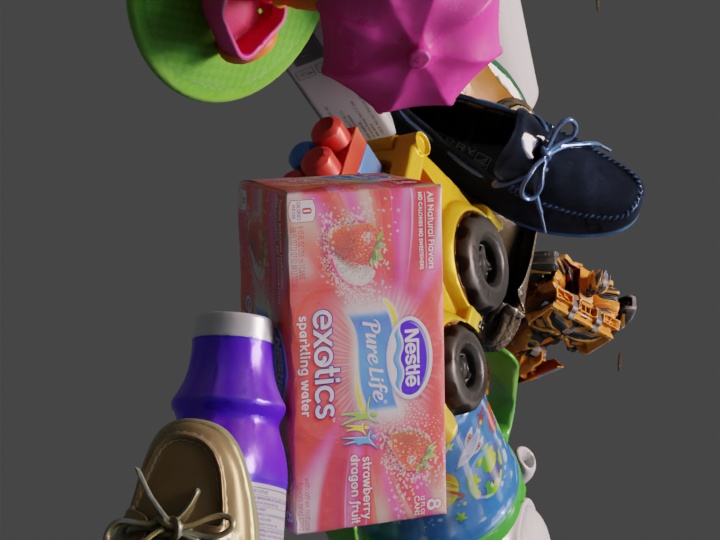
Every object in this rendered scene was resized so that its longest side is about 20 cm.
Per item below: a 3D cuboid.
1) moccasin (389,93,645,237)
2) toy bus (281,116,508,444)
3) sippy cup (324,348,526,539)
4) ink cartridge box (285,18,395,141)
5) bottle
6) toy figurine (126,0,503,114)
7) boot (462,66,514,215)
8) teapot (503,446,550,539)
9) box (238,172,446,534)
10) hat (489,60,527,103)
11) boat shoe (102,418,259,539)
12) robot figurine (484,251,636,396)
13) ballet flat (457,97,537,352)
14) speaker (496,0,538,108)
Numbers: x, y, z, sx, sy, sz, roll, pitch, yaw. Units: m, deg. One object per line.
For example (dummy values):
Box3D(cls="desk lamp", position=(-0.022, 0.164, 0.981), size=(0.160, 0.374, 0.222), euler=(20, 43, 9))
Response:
Box3D(cls="moccasin", position=(0.105, -0.077, 1.162), size=(0.068, 0.199, 0.081), euler=(88, 20, -67))
Box3D(cls="toy bus", position=(0.000, 0.000, 1.099), size=(0.192, 0.135, 0.201), euler=(53, 40, -43))
Box3D(cls="sippy cup", position=(0.047, 0.128, 1.205), size=(0.178, 0.139, 0.131), euler=(-83, 164, -45))
Box3D(cls="ink cartridge box", position=(-0.039, -0.196, 1.102), size=(0.200, 0.043, 0.174), euler=(50, 21, -65))
Box3D(cls="bottle", position=(-0.077, 0.125, 0.909), size=(0.084, 0.065, 0.201), euler=(34, 57, -67))
Box3D(cls="toy figurine", position=(0.007, -0.156, 0.865), size=(0.200, 0.184, 0.151), euler=(-45, 136, -24))
Box3D(cls="boot", position=(0.062, -0.060, 1.254), size=(0.144, 0.071, 0.201), euler=(49, 66, -13))
Box3D(cls="teapot", position=(0.106, 0.259, 1.403), size=(0.200, 0.145, 0.199), euler=(39, 52, -71))
Box3D(cls="box", position=(-0.010, 0.046, 0.980), size=(0.095, 0.102, 0.201), euler=(-161, -111, -67))
Box3D(cls="hat", position=(0.037, -0.081, 1.373), size=(0.176, 0.165, 0.201), euler=(1, -90, 64))
Box3D(cls="boat shoe", position=(-0.096, 0.172, 0.825), size=(0.063, 0.073, 0.201), euler=(47, 45, -71))
Box3D(cls="robot figurine", position=(0.136, 0.048, 1.384), size=(0.145, 0.200, 0.058), euler=(26, 55, -30))
Box3D(cls="ballet flat", position=(0.110, -0.037, 1.208), size=(0.067, 0.046, 0.201), euler=(21, 69, -26))
Box3D(cls="speaker", position=(0.100, -0.214, 1.391), size=(0.200, 0.081, 0.082), euler=(70, 25, -50))
